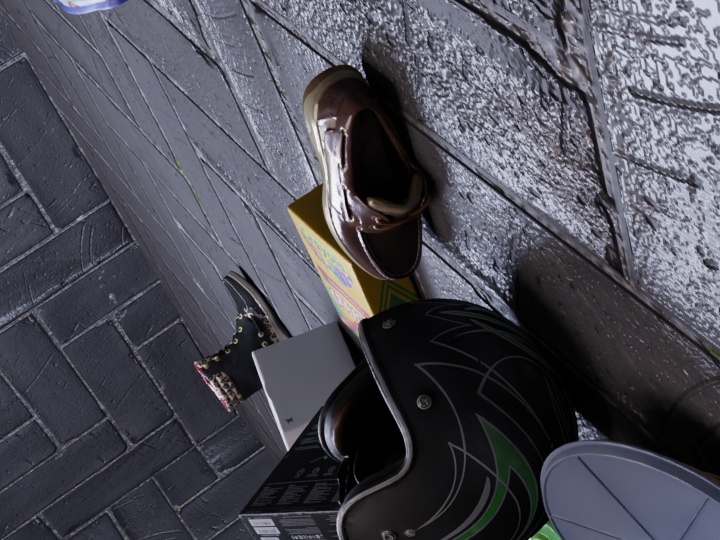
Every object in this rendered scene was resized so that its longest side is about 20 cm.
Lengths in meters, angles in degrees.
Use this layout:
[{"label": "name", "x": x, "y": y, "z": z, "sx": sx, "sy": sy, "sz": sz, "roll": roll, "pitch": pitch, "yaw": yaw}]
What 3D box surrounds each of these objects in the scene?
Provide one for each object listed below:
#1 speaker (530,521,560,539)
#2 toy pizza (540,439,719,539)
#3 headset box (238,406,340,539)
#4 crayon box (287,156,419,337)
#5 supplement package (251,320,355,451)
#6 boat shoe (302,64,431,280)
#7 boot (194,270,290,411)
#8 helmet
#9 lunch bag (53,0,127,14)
[{"label": "speaker", "x": 0.201, "y": 0.245, "z": 1.024, "sx": 0.200, "sy": 0.088, "sz": 0.088, "roll": 51, "pitch": 167, "yaw": 20}, {"label": "toy pizza", "x": 0.210, "y": 0.177, "z": 0.844, "sx": 0.200, "sy": 0.032, "sz": 0.200, "roll": 30, "pitch": 149, "yaw": 21}, {"label": "headset box", "x": -0.002, "y": 0.229, "z": 1.406, "sx": 0.174, "sy": 0.200, "sz": 0.093, "roll": -12, "pitch": 118, "yaw": 40}, {"label": "crayon box", "x": 0.000, "y": 0.000, "z": 1.222, "sx": 0.127, "sy": 0.051, "sz": 0.200, "roll": 42, "pitch": 162, "yaw": 48}, {"label": "supplement package", "x": -0.057, "y": 0.174, "z": 1.692, "sx": 0.200, "sy": 0.120, "sz": 0.121, "roll": 81, "pitch": 167, "yaw": -65}, {"label": "boat shoe", "x": 0.014, "y": -0.059, "z": 0.970, "sx": 0.072, "sy": 0.072, "sz": 0.200, "roll": 44, "pitch": 158, "yaw": 46}, {"label": "boot", "x": -0.202, "y": 0.115, "z": 2.072, "sx": 0.200, "sy": 0.151, "sz": 0.073, "roll": 54, "pitch": 168, "yaw": 3}, {"label": "helmet", "x": 0.066, "y": 0.119, "z": 0.957, "sx": 0.200, "sy": 0.191, "sz": 0.200, "roll": 28, "pitch": -160, "yaw": -11}, {"label": "lunch bag", "x": -0.267, "y": -0.334, "z": 1.187, "sx": 0.170, "sy": 0.124, "sz": 0.200, "roll": 62, "pitch": 174, "yaw": -25}]
